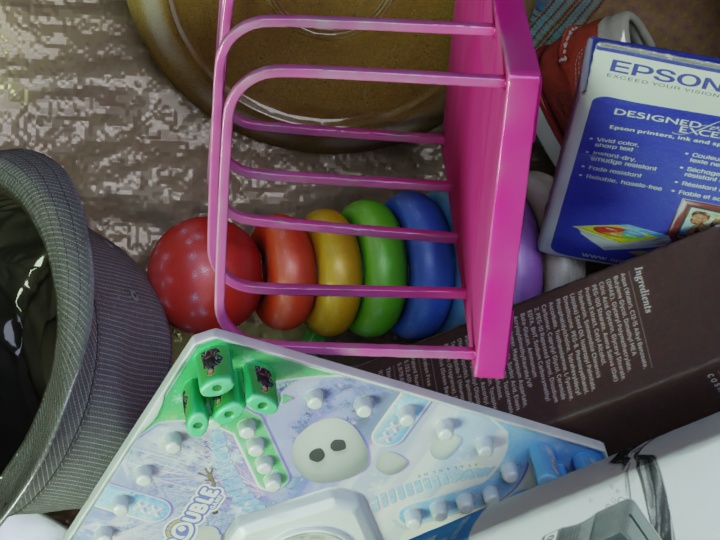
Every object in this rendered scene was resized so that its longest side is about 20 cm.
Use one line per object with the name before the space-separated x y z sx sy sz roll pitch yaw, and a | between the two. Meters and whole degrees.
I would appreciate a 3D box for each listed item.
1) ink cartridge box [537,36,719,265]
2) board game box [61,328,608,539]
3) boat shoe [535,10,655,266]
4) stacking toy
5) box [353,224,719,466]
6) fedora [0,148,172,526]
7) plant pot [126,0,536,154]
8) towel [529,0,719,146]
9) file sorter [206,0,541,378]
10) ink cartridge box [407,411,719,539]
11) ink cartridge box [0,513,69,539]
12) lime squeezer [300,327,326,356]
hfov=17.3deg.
ink cartridge box | 0.184 -0.047 0.993 0.197 0.200 0.047 11 65 1
board game box | -0.022 0.126 1.015 0.200 0.200 0.026 17 36 -25
boat shoe | 0.149 -0.031 1.125 0.200 0.062 0.071 58 34 -14
stacking toy | 0.000 0.000 1.094 0.200 0.085 0.086 -3 82 -21
box | 0.094 0.065 1.057 0.200 0.100 0.075 -24 51 17
fedora | -0.143 0.044 1.039 0.090 0.200 0.177 18 114 -38
plant pot | -0.014 -0.142 1.100 0.200 0.028 0.200 0 115 0
towel | 0.117 -0.117 1.134 0.200 0.147 0.022 34 34 -5
file sorter | -0.001 -0.069 1.003 0.125 0.200 0.139 3 121 -4
ink cartridge box | 0.123 0.145 0.939 0.200 0.084 0.145 -24 88 10
ink cartridge box | -0.118 0.221 1.069 0.200 0.057 0.163 30 76 0
lime squeezer | -0.019 0.090 1.122 0.071 0.038 0.200 -3 79 -44
